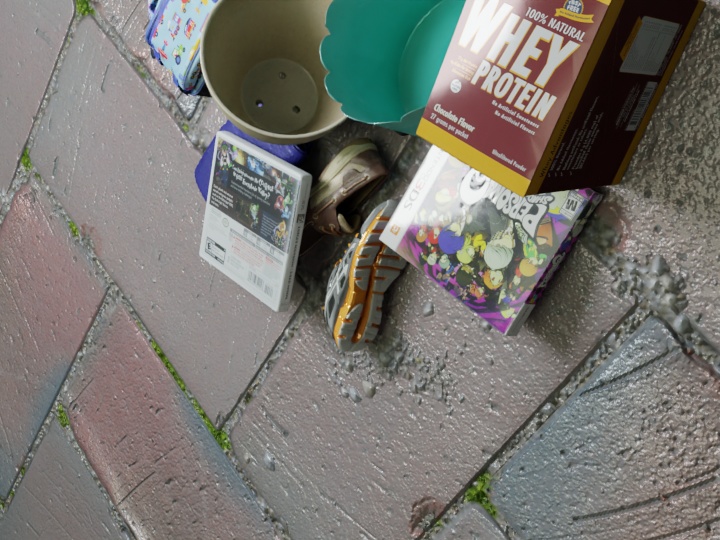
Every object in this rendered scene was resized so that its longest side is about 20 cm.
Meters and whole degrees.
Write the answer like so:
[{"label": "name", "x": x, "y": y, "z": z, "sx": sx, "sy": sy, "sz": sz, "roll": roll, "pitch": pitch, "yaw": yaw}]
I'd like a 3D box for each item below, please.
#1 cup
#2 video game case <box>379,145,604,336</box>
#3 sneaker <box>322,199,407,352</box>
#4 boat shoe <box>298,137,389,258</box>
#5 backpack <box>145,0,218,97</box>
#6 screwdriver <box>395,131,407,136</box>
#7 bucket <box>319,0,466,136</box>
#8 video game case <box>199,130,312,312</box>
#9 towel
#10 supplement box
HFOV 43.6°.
[{"label": "cup", "x": -0.094, "y": -0.234, "z": 1.095, "sx": 0.143, "sy": 0.199, "sz": 0.202, "roll": 131, "pitch": 120, "yaw": -76}, {"label": "video game case", "x": 0.139, "y": -0.058, "z": 1.001, "sx": 0.200, "sy": 0.036, "sz": 0.182, "roll": 39, "pitch": 108, "yaw": 29}, {"label": "sneaker", "x": 0.000, "y": 0.000, "z": 1.127, "sx": 0.077, "sy": 0.078, "sz": 0.201, "roll": 44, "pitch": 117, "yaw": 49}, {"label": "boat shoe", "x": -0.033, "y": -0.074, "z": 1.143, "sx": 0.200, "sy": 0.072, "sz": 0.072, "roll": -47, "pitch": 66, "yaw": 28}, {"label": "backpack", "x": -0.211, "y": -0.352, "z": 1.205, "sx": 0.183, "sy": 0.134, "sz": 0.201, "roll": -50, "pitch": 63, "yaw": 33}, {"label": "screwdriver", "x": -0.003, "y": -0.234, "z": 1.117, "sx": 0.200, "sy": 0.029, "sz": 0.028, "roll": 47, "pitch": 123, "yaw": 24}, {"label": "bucket", "x": 0.072, "y": -0.238, "z": 0.960, "sx": 0.206, "sy": 0.134, "sz": 0.209, "roll": -6, "pitch": 79, "yaw": 36}, {"label": "video game case", "x": -0.142, "y": -0.068, "z": 1.184, "sx": 0.200, "sy": 0.023, "sz": 0.183, "roll": 31, "pitch": 117, "yaw": 43}, {"label": "towel", "x": -0.149, "y": -0.150, "z": 1.245, "sx": 0.200, "sy": 0.049, "sz": 0.148, "roll": -47, "pitch": 61, "yaw": 35}, {"label": "supplement box", "x": 0.189, "y": -0.191, "z": 0.851, "sx": 0.133, "sy": 0.199, "sz": 0.198, "roll": 36, "pitch": 118, "yaw": 30}]
